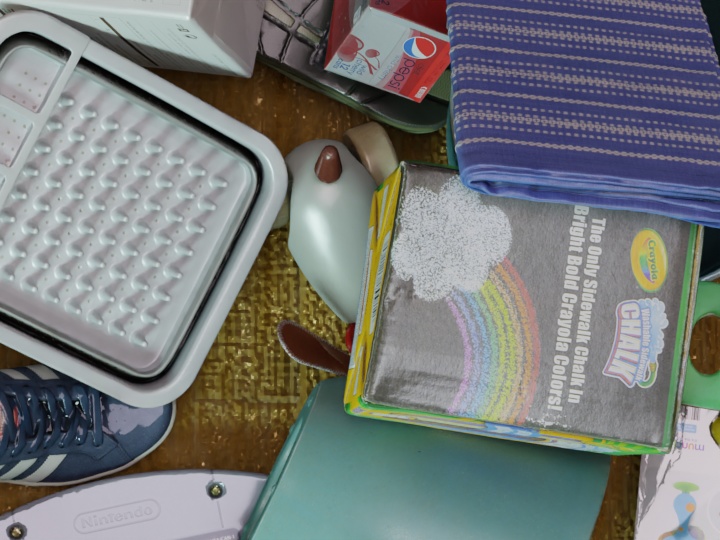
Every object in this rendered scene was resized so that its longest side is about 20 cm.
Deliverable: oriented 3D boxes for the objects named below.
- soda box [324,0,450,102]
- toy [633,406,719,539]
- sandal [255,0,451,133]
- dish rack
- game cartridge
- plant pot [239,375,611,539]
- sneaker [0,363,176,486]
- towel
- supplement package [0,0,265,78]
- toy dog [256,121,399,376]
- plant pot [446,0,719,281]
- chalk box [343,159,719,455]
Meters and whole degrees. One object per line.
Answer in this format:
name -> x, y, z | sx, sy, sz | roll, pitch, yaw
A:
soda box -> 0.030, -0.201, 1.510 | 0.063, 0.070, 0.201 | 18, 56, -15
toy -> 0.213, 0.171, 1.530 | 0.114, 0.047, 0.202 | 7, 80, -2
sandal -> -0.030, -0.145, 1.544 | 0.200, 0.057, 0.080 | 36, 84, -6
dish rack -> -0.156, -0.034, 1.456 | 0.199, 0.044, 0.173 | 28, 88, -22
game cartridge -> -0.131, 0.185, 1.495 | 0.198, 0.042, 0.134 | -11, 79, -8
plant pot -> 0.021, 0.150, 1.422 | 0.160, 0.201, 0.202 | 25, 80, -3
sneaker -> -0.202, 0.087, 1.475 | 0.198, 0.085, 0.076 | -8, 83, -8
towel -> 0.115, -0.090, 1.315 | 0.144, 0.201, 0.024 | 6, 125, -5
supplement package -> -0.160, -0.190, 1.473 | 0.198, 0.120, 0.122 | 8, 81, 16
toy dog -> 0.000, 0.000, 1.505 | 0.132, 0.096, 0.200 | -38, 87, -10
plant pot -> 0.135, -0.074, 1.485 | 0.198, 0.188, 0.202 | 1, 82, -7
chalk box -> 0.101, 0.025, 1.313 | 0.198, 0.124, 0.125 | 10, 84, -5
